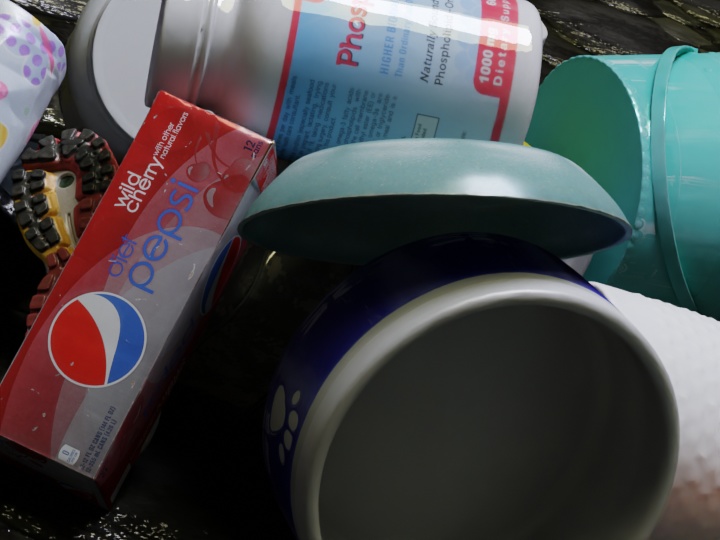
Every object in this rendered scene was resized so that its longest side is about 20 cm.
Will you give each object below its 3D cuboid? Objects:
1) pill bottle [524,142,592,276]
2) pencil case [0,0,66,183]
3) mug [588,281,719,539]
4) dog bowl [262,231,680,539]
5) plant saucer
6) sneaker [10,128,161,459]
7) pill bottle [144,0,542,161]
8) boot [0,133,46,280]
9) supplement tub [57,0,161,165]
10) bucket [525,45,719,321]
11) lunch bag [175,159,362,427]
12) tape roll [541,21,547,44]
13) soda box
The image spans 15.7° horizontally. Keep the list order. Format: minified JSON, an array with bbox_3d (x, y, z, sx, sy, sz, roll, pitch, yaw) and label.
[{"bbox_3d":[0.068,-0.056,1.839,0.112,0.113,0.200,4,25,-39],"label":"pill bottle"},{"bbox_3d":[-0.238,-0.059,1.423,0.090,0.201,0.083,3,-37,40],"label":"pencil case"},{"bbox_3d":[0.178,0.103,1.506,0.174,0.149,0.200,16,-12,-18],"label":"mug"},{"bbox_3d":[0.054,0.085,1.303,0.199,0.201,0.079,11,20,-26],"label":"dog bowl"},{"bbox_3d":[0.037,-0.035,1.317,0.199,0.036,0.200,0,-10,0],"label":"plant saucer"},{"bbox_3d":[-0.135,0.020,1.419,0.077,0.082,0.201,-16,54,10],"label":"sneaker"},{"bbox_3d":[-0.010,-0.108,1.390,0.199,0.109,0.109,11,20,-7],"label":"pill bottle"},{"bbox_3d":[-0.167,-0.020,1.551,0.199,0.077,0.168,22,17,12],"label":"boot"},{"bbox_3d":[-0.121,-0.127,1.699,0.144,0.146,0.200,17,-4,-9],"label":"supplement tub"},{"bbox_3d":[0.211,-0.063,1.882,0.134,0.208,0.207,2,25,-28],"label":"bucket"},{"bbox_3d":[0.000,0.000,1.492,0.167,0.139,0.201,29,54,-18],"label":"lunch bag"},{"bbox_3d":[0.030,-0.159,2.041,0.202,0.140,0.203,19,18,-6],"label":"tape roll"},{"bbox_3d":[-0.115,0.015,1.330,0.070,0.201,0.063,24,-17,10],"label":"soda box"}]
